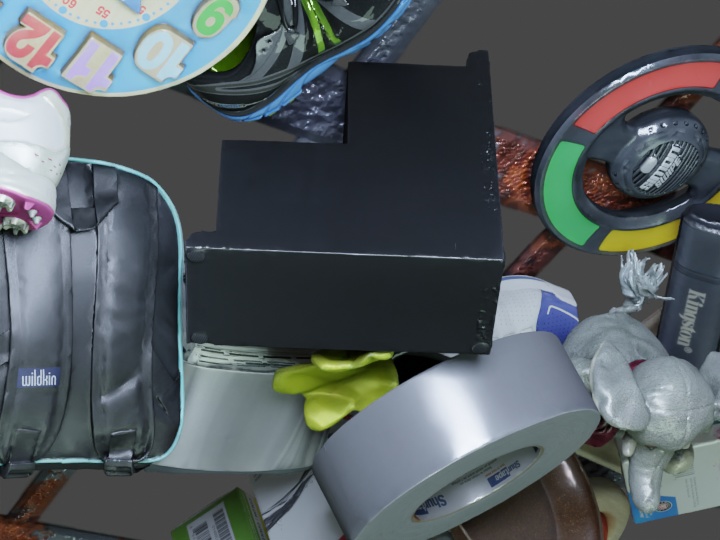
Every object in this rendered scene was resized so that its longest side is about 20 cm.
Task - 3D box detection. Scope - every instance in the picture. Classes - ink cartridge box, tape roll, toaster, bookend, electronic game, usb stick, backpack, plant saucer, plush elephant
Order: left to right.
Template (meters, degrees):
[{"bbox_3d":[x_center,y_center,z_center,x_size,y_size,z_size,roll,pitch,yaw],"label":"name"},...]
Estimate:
[{"bbox_3d":[-0.204,0.022,1.210,0.175,0.153,0.201,1,98,-21],"label":"backpack"},{"bbox_3d":[-0.100,0.070,1.352,0.199,0.114,0.130,4,129,-27],"label":"toaster"},{"bbox_3d":[-0.062,0.295,1.583,0.076,0.148,0.200,-34,139,13],"label":"ink cartridge box"},{"bbox_3d":[-0.011,-0.051,1.221,0.199,0.200,0.092,2,137,-3],"label":"bookend"},{"bbox_3d":[0.002,0.203,1.472,0.144,0.201,0.084,21,121,-38],"label":"ink cartridge box"},{"bbox_3d":[0.068,0.123,1.301,0.199,0.066,0.200,-26,161,-10],"label":"tape roll"},{"bbox_3d":[0.118,0.182,1.503,0.200,0.201,0.037,21,135,-39],"label":"plant saucer"},{"bbox_3d":[0.214,0.106,1.402,0.164,0.155,0.201,5,115,-14],"label":"plush elephant"},{"bbox_3d":[0.221,-0.086,1.372,0.199,0.042,0.201,-12,139,-11],"label":"electronic game"},{"bbox_3d":[0.266,0.024,1.458,0.055,0.033,0.201,12,138,9],"label":"usb stick"},{"bbox_3d":[0.318,0.142,1.572,0.199,0.068,0.116,-13,144,6],"label":"ink cartridge box"}]

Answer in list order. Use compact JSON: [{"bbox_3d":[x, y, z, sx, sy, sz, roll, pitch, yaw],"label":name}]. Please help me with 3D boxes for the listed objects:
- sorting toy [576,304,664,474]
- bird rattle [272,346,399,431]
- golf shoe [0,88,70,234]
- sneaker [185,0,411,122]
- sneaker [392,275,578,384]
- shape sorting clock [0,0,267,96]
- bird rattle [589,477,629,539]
[{"bbox_3d":[0.268,0.104,1.602,0.185,0.037,0.200,26,121,-40],"label":"sorting toy"},{"bbox_3d":[0.000,0.000,1.284,0.163,0.200,0.113,36,145,-2],"label":"bird rattle"},{"bbox_3d":[-0.268,-0.091,1.119,0.199,0.092,0.075,19,162,1],"label":"golf shoe"},{"bbox_3d":[-0.037,-0.168,1.148,0.199,0.071,0.083,-39,143,23],"label":"sneaker"},{"bbox_3d":[0.080,0.067,1.421,0.198,0.116,0.081,3,135,-27],"label":"sneaker"},{"bbox_3d":[-0.146,-0.189,1.078,0.199,0.039,0.201,-3,128,-4],"label":"shape sorting clock"},{"bbox_3d":[0.169,0.234,1.672,0.162,0.113,0.201,-15,131,-29],"label":"bird rattle"}]
